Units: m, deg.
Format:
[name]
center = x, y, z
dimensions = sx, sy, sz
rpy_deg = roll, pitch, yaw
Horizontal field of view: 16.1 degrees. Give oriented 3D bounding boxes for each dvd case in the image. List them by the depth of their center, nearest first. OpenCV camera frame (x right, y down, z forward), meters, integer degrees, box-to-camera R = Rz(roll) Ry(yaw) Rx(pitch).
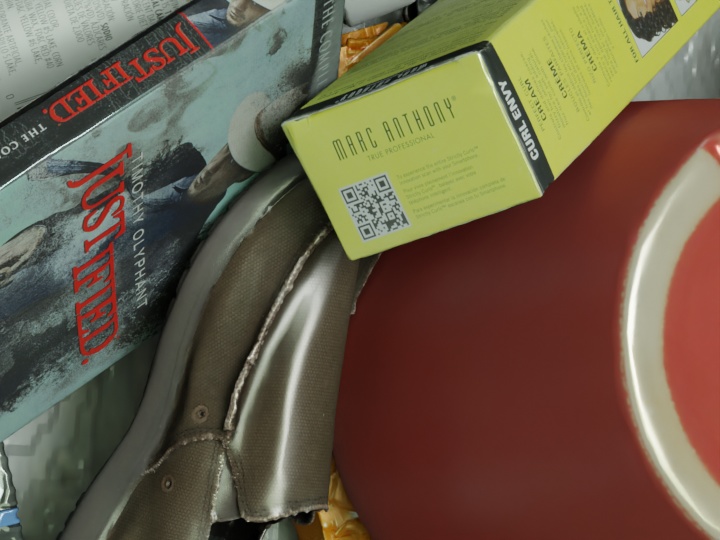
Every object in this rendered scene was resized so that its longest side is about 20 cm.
[dvd case]
center = -0.088, -0.007, 0.769
dimensions = 0.200, 0.146, 0.022
rpy_deg = -36, 68, -22

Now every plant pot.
[plant pot]
center = 0.108, 0.031, 0.815
dimensions = 0.199, 0.177, 0.202
rpy_deg = 2, 84, -20

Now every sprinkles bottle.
[sprinkles bottle]
center = -0.083, -0.088, 0.842
dimensions = 0.199, 0.068, 0.069
rpy_deg = -20, 96, 0

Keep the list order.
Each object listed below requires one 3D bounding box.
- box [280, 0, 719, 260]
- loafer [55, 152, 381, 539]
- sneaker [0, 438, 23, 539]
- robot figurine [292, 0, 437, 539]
[box]
center = 0.054, -0.070, 0.822
dimensions = 0.050, 0.075, 0.200
rpy_deg = 64, 31, -12
[loafer]
center = -0.032, 0.053, 0.821
dimensions = 0.071, 0.073, 0.201
rpy_deg = 30, 98, 22
[sneaker]
center = -0.154, 0.111, 0.839
dimensions = 0.077, 0.076, 0.202
rpy_deg = -7, 90, -24
[robot figurine]
center = 0.000, 0.000, 0.908
dimensions = 0.144, 0.058, 0.201
rpy_deg = -17, 95, -20
